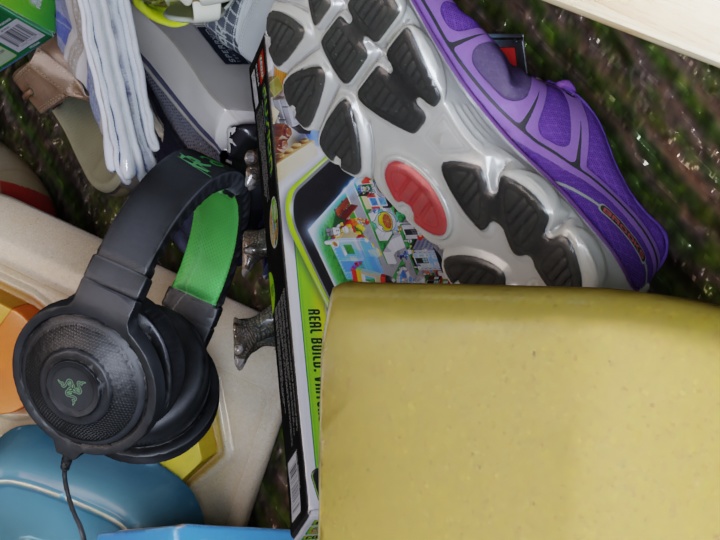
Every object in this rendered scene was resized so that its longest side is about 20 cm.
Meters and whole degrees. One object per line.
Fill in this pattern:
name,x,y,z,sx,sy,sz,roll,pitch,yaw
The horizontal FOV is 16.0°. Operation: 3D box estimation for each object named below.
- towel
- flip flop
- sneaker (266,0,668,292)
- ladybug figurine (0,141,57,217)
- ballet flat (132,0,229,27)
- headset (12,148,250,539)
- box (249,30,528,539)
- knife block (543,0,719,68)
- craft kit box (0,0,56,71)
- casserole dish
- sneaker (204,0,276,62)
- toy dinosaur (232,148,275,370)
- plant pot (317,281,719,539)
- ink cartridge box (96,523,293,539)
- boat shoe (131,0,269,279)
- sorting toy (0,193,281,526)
towel,-0.123,-0.135,1.113,0.200,0.024,0.147,-120,19,-63
flip flop,-0.148,-0.111,1.287,0.081,0.057,0.200,-57,45,28
sneaker,0.040,-0.060,0.989,0.200,0.083,0.081,53,134,9
ladybug figurine,-0.191,0.025,1.295,0.136,0.072,0.201,154,117,-63
ballet flat,-0.065,-0.136,1.030,0.200,0.067,0.067,162,99,-78
headset,-0.113,0.040,1.071,0.094,0.123,0.200,23,88,13
box,0.020,0.003,1.006,0.035,0.110,0.200,120,146,-65
knife block,0.066,-0.133,0.927,0.200,0.175,0.064,38,114,47
craft kit box,-0.206,-0.179,1.341,0.200,0.048,0.198,-25,45,47
casserole dish,-0.139,0.165,1.166,0.121,0.039,0.200,18,108,19
sneaker,-0.013,-0.183,1.099,0.080,0.076,0.200,19,98,28
toy dinosaur,0.000,0.000,1.067,0.077,0.102,0.201,94,180,-72
plant pot,0.124,0.102,0.815,0.200,0.195,0.195,-6,79,42
ink cartridge box,-0.047,0.208,1.058,0.067,0.116,0.201,-12,74,50
boat shoe,-0.079,-0.076,1.187,0.200,0.074,0.093,-121,38,-51
sorting toy,-0.137,0.088,1.187,0.185,0.036,0.200,24,103,18
